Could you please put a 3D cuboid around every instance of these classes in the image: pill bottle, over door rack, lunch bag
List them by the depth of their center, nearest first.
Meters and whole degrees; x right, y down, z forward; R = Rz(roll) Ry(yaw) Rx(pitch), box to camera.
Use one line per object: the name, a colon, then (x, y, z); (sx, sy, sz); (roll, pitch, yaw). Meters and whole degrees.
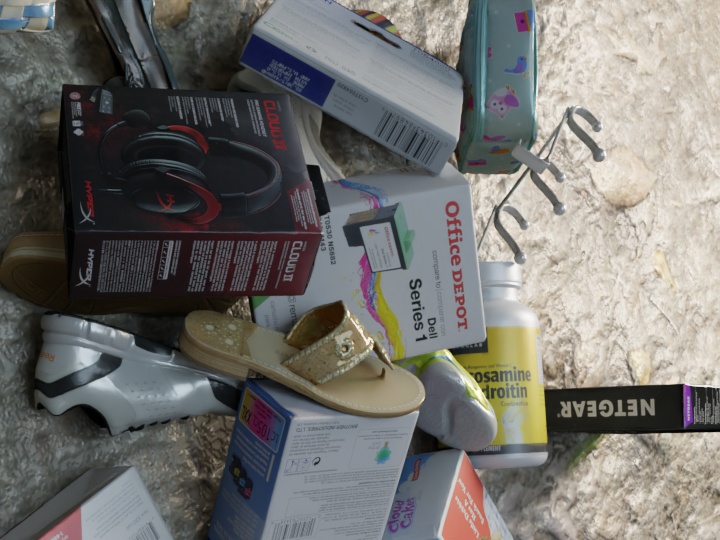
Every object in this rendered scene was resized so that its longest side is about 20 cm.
over door rack: (0.162, -0.069, 1.115); (0.066, 0.149, 0.200); (39, 30, 9)
pill bottle: (0.129, 0.097, 1.181); (0.111, 0.111, 0.204); (6, 78, -44)
lunch bag: (0.137, -0.191, 1.204); (0.076, 0.200, 0.163); (0, 80, -1)

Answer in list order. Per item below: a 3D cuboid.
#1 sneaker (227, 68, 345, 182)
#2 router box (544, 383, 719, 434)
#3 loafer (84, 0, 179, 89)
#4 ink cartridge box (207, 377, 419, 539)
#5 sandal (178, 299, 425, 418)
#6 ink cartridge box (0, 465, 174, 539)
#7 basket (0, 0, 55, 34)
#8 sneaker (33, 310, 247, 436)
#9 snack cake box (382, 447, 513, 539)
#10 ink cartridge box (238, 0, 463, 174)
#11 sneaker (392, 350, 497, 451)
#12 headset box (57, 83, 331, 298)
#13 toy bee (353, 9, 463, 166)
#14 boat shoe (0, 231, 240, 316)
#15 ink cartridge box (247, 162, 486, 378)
sneaker: (-0.074, -0.090, 1.051); (0.098, 0.078, 0.203); (-14, 83, -39)
router box: (0.311, 0.155, 1.291); (0.148, 0.198, 0.052); (8, 78, -44)
loafer: (-0.192, -0.170, 0.950); (0.062, 0.072, 0.203); (-17, 96, -24)
ink cartridge box: (-0.047, 0.193, 0.965); (0.135, 0.076, 0.203); (3, 108, -39)
sandal: (-0.033, 0.055, 0.914); (0.209, 0.070, 0.078); (15, 30, -15)
ink cartridge box: (-0.180, 0.263, 0.867); (0.116, 0.067, 0.202); (-36, 106, -43)
basket: (-0.286, -0.266, 0.798); (0.175, 0.138, 0.203); (-12, 121, -46)
sneaker: (-0.170, 0.094, 0.919); (0.198, 0.073, 0.081); (21, 78, -35)
snack cake box: (0.098, 0.285, 1.115); (0.202, 0.066, 0.116); (61, 32, -25)
ink cartridge box: (0.000, -0.178, 1.043); (0.198, 0.041, 0.201); (29, 25, -6)
sneaker: (0.062, 0.077, 1.112); (0.200, 0.076, 0.105); (44, 34, -3)
headset box: (-0.121, -0.059, 0.871); (0.197, 0.075, 0.150); (0, 50, -19)
toy bee: (0.050, -0.172, 1.159); (0.201, 0.108, 0.132); (50, 49, -26)
boat shoe: (-0.188, -0.009, 0.918); (0.198, 0.074, 0.070); (9, 55, -37)
ink cartridge box: (0.000, 0.000, 0.997); (0.197, 0.084, 0.147); (-11, 109, -8)
